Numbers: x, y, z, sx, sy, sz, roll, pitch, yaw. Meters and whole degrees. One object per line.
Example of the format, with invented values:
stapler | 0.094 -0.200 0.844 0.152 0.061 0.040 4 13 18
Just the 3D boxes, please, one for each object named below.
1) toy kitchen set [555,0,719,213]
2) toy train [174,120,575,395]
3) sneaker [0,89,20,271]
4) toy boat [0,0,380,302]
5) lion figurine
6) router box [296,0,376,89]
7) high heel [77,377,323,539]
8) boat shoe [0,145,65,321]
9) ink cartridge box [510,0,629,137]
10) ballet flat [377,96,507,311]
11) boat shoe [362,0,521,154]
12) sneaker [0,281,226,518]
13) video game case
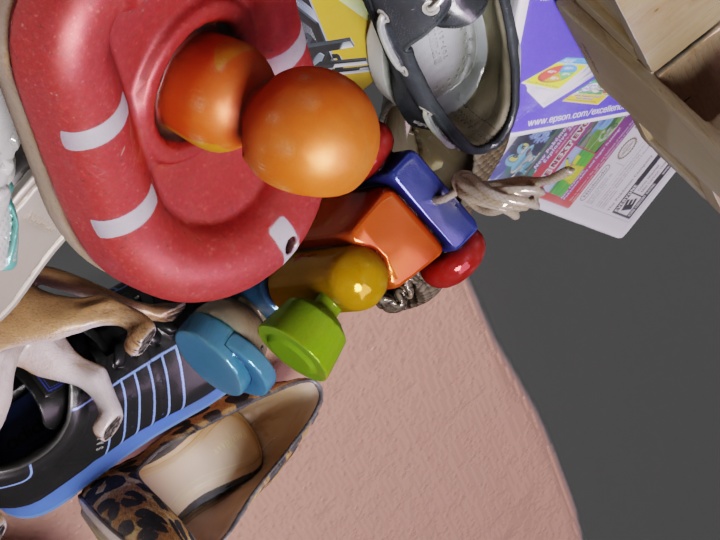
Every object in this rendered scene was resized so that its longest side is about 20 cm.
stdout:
toy kitchen set | 0.213 -0.127 1.020 0.180 0.163 0.200 -38 139 -1
toy train | 0.000 0.000 0.954 0.085 0.200 0.116 47 65 -21
sneaker | -0.160 -0.042 0.854 0.200 0.088 0.075 -46 -168 1
toy boat | -0.050 -0.065 0.816 0.131 0.131 0.200 -49 151 -24
lion figurine | -0.183 0.058 0.976 0.200 0.122 0.073 -50 165 -22
router box | -0.034 -0.148 0.930 0.157 0.052 0.200 -40 148 -8
high heel | -0.070 0.102 1.100 0.142 0.071 0.200 -35 -173 -7
boat shoe | -0.164 -0.027 0.932 0.200 0.057 0.067 -40 143 5
ink cartridge box | 0.158 -0.171 1.096 0.198 0.043 0.200 -12 133 -27
ballet flat | 0.030 -0.047 1.097 0.046 0.067 0.200 -51 164 -39
boat shoe | 0.033 -0.125 0.924 0.076 0.060 0.200 -40 149 -8
sneaker | -0.117 0.043 1.043 0.200 0.070 0.078 -42 156 -1
video game case | 0.162 -0.115 1.223 0.200 0.023 0.182 -52 148 15
